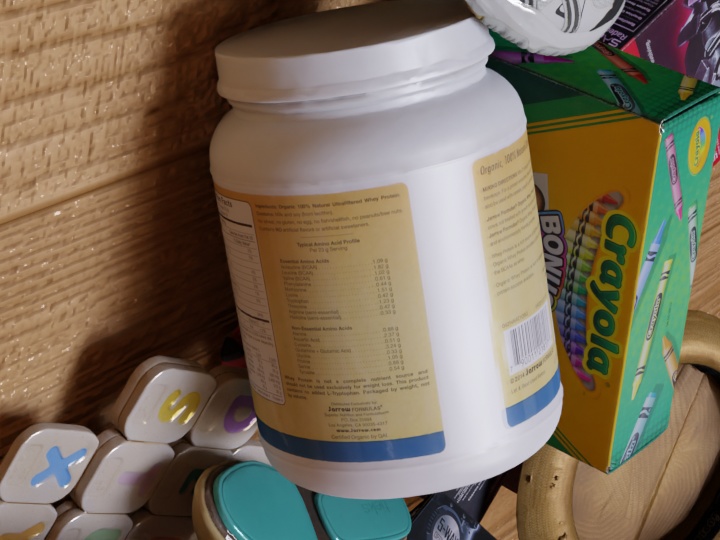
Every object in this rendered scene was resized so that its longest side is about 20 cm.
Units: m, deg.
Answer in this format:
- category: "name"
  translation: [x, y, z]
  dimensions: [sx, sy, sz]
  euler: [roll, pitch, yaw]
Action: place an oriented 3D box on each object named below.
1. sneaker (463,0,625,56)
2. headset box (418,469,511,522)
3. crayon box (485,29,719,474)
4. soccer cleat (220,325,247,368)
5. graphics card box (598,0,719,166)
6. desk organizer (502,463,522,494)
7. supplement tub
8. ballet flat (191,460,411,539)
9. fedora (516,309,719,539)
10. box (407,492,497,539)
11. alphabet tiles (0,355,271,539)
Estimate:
- category: "sneaker"
  translation: [0.067, -0.151, 0.810]
  dimensions: [0.088, 0.076, 0.200]
  euler: [-43, 149, 28]
- category: "headset box"
  translation: [0.056, 0.054, 1.136]
  dimensions: [0.149, 0.075, 0.200]
  euler: [-59, 152, -9]
- category: "crayon box"
  translation: [0.103, -0.013, 0.961]
  dimensions: [0.058, 0.119, 0.201]
  euler: [-28, 133, -42]
- category: "soccer cleat"
  translation: [0.000, 0.000, 1.010]
  dimensions: [0.200, 0.069, 0.085]
  euler: [-53, 159, -12]
- category: "graphics card box"
  translation: [0.191, -0.133, 1.045]
  dimensions: [0.200, 0.051, 0.126]
  euler: [-44, 136, -21]
- category: "desk organizer"
  translation: [0.185, 0.141, 1.301]
  dimensions: [0.072, 0.200, 0.077]
  euler: [-16, 129, -56]
- category: "supplement tub"
  translation: [0.011, -0.013, 0.878]
  dimensions: [0.145, 0.144, 0.201]
  euler: [-27, 114, -49]
- category: "ballet flat"
  translation: [-0.040, 0.135, 0.963]
  dimensions: [0.063, 0.069, 0.200]
  euler: [-30, 160, 21]
- category: "fedora"
  translation: [0.169, 0.116, 1.195]
  dimensions: [0.200, 0.082, 0.201]
  euler: [-5, 104, -22]
- category: "box"
  translation: [0.083, 0.231, 1.146]
  dimensions: [0.044, 0.200, 0.160]
  euler: [-47, 176, -28]
- category: "alphabet tiles"
  translation: [-0.118, 0.130, 0.920]
  dimensions: [0.195, 0.015, 0.200]
  euler: [14, 110, -57]
